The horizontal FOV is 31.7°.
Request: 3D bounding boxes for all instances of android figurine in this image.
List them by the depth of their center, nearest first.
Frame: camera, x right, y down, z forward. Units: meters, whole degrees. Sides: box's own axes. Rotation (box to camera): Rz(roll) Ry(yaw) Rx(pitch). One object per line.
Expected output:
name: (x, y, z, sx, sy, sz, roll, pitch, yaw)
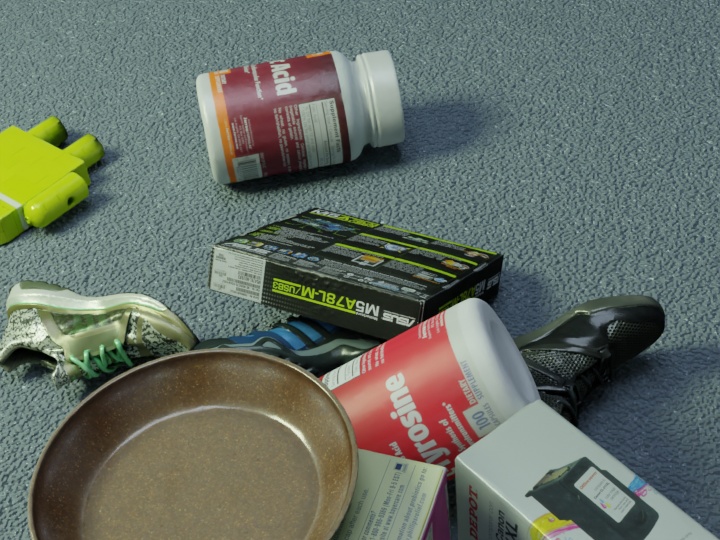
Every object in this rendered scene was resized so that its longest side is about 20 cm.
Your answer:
android figurine: (-0.369, -0.092, 1.315, 0.182, 0.041, 0.200, 28, 50, 32)

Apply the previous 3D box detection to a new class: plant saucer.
plant saucer: (-0.098, 0.132, 0.766, 0.199, 0.037, 0.201, -4, 42, 4)

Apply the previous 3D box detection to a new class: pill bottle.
pill bottle: (0.027, 0.113, 0.942, 0.199, 0.112, 0.113, -29, 40, 14)
pill bottle: (-0.061, -0.161, 1.294, 0.199, 0.115, 0.114, -11, 42, -5)

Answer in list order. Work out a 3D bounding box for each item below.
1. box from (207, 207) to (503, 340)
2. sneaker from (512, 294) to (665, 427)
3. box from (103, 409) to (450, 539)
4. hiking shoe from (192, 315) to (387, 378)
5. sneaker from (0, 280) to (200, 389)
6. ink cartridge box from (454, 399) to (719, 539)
box: (0.000, 0.000, 1.100, 0.199, 0.048, 0.193, 14, 16, 22)
sneaker: (0.169, 0.093, 1.013, 0.199, 0.076, 0.114, -20, 45, -10)
box: (-0.045, 0.202, 0.840, 0.199, 0.177, 0.097, 10, 45, 18)
hiking shoe: (-0.049, 0.072, 1.076, 0.199, 0.075, 0.087, -1, 33, -9)
sneaker: (-0.232, 0.070, 1.104, 0.199, 0.077, 0.089, 5, 56, 21)
ink cartridge box: (0.156, 0.205, 0.834, 0.083, 0.146, 0.200, -30, 46, -25)
